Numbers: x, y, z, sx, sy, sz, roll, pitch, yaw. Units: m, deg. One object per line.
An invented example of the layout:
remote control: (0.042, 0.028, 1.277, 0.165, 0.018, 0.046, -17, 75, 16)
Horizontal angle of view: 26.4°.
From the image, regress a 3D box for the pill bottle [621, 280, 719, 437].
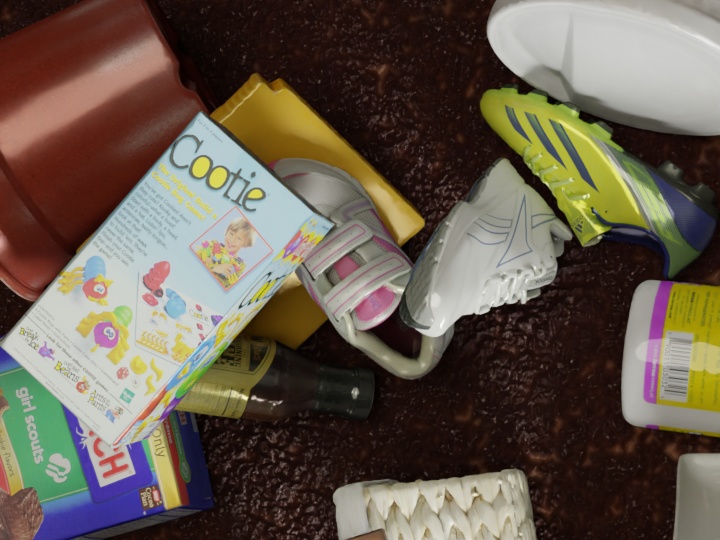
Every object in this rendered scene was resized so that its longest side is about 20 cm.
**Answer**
pill bottle: (0.284, 0.067, 1.048, 0.200, 0.104, 0.104, 6, 86, 16)

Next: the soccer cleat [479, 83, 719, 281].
soccer cleat: (0.163, -0.066, 1.116, 0.200, 0.065, 0.084, 33, 96, 16)

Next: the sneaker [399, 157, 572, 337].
sneaker: (0.093, -0.010, 1.073, 0.087, 0.200, 0.075, 35, 130, 6)

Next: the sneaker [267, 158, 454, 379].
sneaker: (0.000, 0.000, 1.102, 0.081, 0.088, 0.200, -43, 105, 7)

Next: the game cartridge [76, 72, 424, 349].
game cartridge: (-0.080, -0.025, 1.145, 0.200, 0.032, 0.176, -44, 116, 6)

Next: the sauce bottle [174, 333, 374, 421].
sauce bottle: (-0.090, 0.077, 1.135, 0.200, 0.066, 0.066, 9, 86, -16)

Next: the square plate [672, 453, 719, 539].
square plate: (0.303, 0.179, 0.998, 0.198, 0.200, 0.028, -2, 113, 16)

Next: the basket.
basket: (0.067, 0.239, 1.069, 0.123, 0.136, 0.200, -11, 81, 10)

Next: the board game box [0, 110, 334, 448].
board game box: (-0.125, 0.008, 1.028, 0.105, 0.103, 0.200, 42, 93, 6)

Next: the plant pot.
plant pot: (-0.215, -0.111, 1.169, 0.195, 0.201, 0.201, -29, 77, 2)

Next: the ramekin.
ramekin: (0.195, -0.177, 1.056, 0.202, 0.202, 0.094, 15, 78, 16)

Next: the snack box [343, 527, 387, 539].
snack box: (0.011, 0.271, 0.978, 0.072, 0.024, 0.200, -16, 79, -7)

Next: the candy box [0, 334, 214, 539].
candy box: (-0.233, 0.129, 1.199, 0.200, 0.077, 0.169, -17, 79, 12)
